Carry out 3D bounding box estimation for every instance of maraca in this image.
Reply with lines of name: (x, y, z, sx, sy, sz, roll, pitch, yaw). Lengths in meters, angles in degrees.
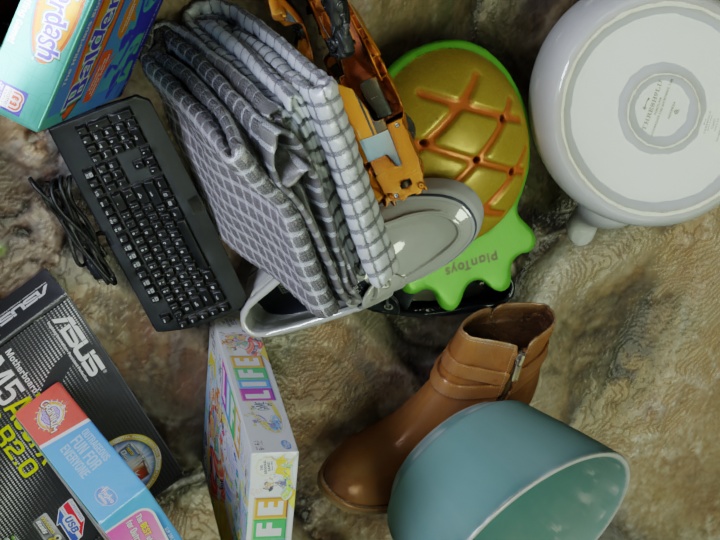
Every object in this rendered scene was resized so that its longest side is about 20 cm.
maraca: (0.067, -0.071, 1.608, 0.136, 0.107, 0.202, -18, 111, -16)

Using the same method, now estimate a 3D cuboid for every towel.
towel: (-0.066, -0.074, 1.471, 0.085, 0.200, 0.166, -30, 127, -13)

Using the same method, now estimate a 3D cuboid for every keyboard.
keyboard: (-0.158, -0.025, 1.520, 0.103, 0.040, 0.201, -17, 127, 10)

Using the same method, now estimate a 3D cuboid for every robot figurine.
robot figurine: (-0.015, -0.143, 1.485, 0.058, 0.145, 0.201, -25, 99, -1)

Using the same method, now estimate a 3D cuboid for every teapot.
teapot: (0.212, -0.137, 1.651, 0.199, 0.146, 0.198, -31, 106, 2)

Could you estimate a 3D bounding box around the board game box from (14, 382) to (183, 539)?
board game box: (-0.154, 0.189, 1.536, 0.040, 0.153, 0.201, -37, 130, -10)

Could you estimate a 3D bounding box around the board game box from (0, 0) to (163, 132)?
board game box: (-0.163, -0.174, 1.369, 0.045, 0.200, 0.153, 26, 104, 3)

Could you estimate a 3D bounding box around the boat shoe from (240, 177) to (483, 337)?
boat shoe: (0.000, 0.000, 1.567, 0.199, 0.066, 0.074, -27, 114, 29)

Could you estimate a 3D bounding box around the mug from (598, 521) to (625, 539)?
mug: (0.175, 0.276, 1.835, 0.148, 0.175, 0.200, -46, 130, -1)

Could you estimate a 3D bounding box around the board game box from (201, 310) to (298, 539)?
board game box: (-0.082, 0.136, 1.578, 0.034, 0.200, 0.136, -1, 117, -12)

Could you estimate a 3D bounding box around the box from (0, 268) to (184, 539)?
box: (-0.238, 0.121, 1.573, 0.160, 0.044, 0.201, -35, 129, -10)

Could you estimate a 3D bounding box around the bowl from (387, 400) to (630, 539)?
bowl: (0.098, 0.177, 1.674, 0.200, 0.105, 0.202, -30, 149, -21)

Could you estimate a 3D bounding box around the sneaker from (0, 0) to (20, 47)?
sneaker: (-0.271, -0.140, 1.380, 0.200, 0.082, 0.077, -43, 130, -5)

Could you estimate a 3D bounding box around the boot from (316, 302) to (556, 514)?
boot: (0.060, 0.101, 1.702, 0.199, 0.074, 0.155, -25, 152, -35)

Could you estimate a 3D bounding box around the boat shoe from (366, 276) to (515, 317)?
boat shoe: (0.034, 0.002, 1.664, 0.198, 0.066, 0.075, 11, 111, -36)
